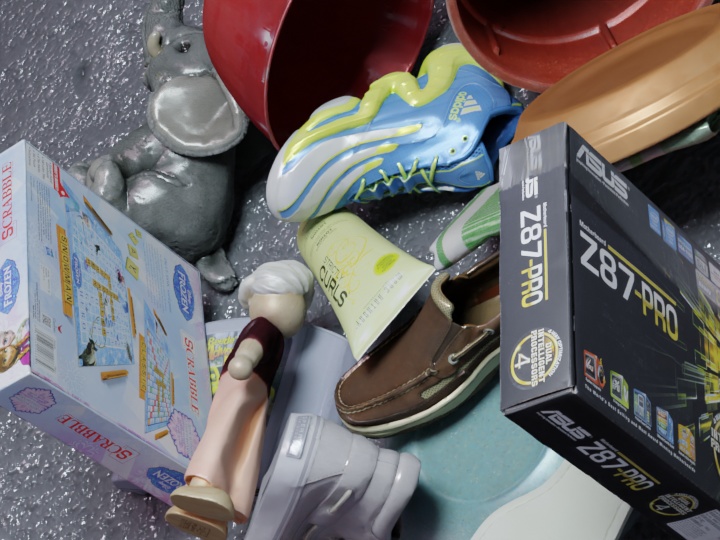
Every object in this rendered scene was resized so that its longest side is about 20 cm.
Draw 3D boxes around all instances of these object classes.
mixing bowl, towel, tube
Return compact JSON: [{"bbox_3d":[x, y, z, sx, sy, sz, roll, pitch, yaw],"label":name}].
[{"bbox_3d":[-0.043,-0.189,1.256,0.108,0.200,0.201,28,82,27],"label":"mixing bowl"},{"bbox_3d":[0.146,-0.063,1.119,0.199,0.024,0.153,-25,7,23],"label":"towel"},{"bbox_3d":[0.000,0.000,1.181,0.200,0.051,0.059,-129,38,-68],"label":"tube"}]

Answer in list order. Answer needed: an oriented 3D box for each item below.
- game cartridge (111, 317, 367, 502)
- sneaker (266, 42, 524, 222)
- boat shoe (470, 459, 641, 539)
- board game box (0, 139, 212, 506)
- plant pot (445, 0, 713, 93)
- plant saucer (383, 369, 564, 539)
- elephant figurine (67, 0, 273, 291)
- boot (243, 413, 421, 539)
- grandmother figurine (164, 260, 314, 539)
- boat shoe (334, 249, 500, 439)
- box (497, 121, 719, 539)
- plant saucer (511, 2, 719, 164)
[{"bbox_3d":[-0.088,0.100,1.253,0.199,0.041,0.134,-3,57,37],"label":"game cartridge"},{"bbox_3d":[0.032,-0.086,1.219,0.199,0.076,0.105,-37,49,-15],"label":"sneaker"},{"bbox_3d":[0.122,0.152,0.987,0.072,0.062,0.200,22,53,33],"label":"boat shoe"},{"bbox_3d":[-0.178,0.040,1.197,0.041,0.199,0.201,-28,48,21],"label":"board game box"},{"bbox_3d":[0.132,-0.262,1.212,0.200,0.201,0.196,-36,39,14],"label":"plant pot"},{"bbox_3d":[0.087,0.107,1.107,0.200,0.039,0.203,-20,53,28],"label":"plant saucer"},{"bbox_3d":[-0.130,-0.120,1.347,0.201,0.155,0.141,-57,30,5],"label":"elephant figurine"},{"bbox_3d":[-0.022,0.164,1.110,0.095,0.200,0.074,19,59,-3],"label":"boot"},{"bbox_3d":[-0.077,0.081,1.168,0.121,0.060,0.201,129,163,-59],"label":"grandmother figurine"},{"bbox_3d":[0.061,0.031,1.094,0.201,0.075,0.075,-32,40,11],"label":"boat shoe"},{"bbox_3d":[0.145,0.040,0.919,0.049,0.200,0.162,-23,48,32],"label":"box"},{"bbox_3d":[0.178,-0.118,1.100,0.199,0.038,0.200,-28,12,7],"label":"plant saucer"}]
